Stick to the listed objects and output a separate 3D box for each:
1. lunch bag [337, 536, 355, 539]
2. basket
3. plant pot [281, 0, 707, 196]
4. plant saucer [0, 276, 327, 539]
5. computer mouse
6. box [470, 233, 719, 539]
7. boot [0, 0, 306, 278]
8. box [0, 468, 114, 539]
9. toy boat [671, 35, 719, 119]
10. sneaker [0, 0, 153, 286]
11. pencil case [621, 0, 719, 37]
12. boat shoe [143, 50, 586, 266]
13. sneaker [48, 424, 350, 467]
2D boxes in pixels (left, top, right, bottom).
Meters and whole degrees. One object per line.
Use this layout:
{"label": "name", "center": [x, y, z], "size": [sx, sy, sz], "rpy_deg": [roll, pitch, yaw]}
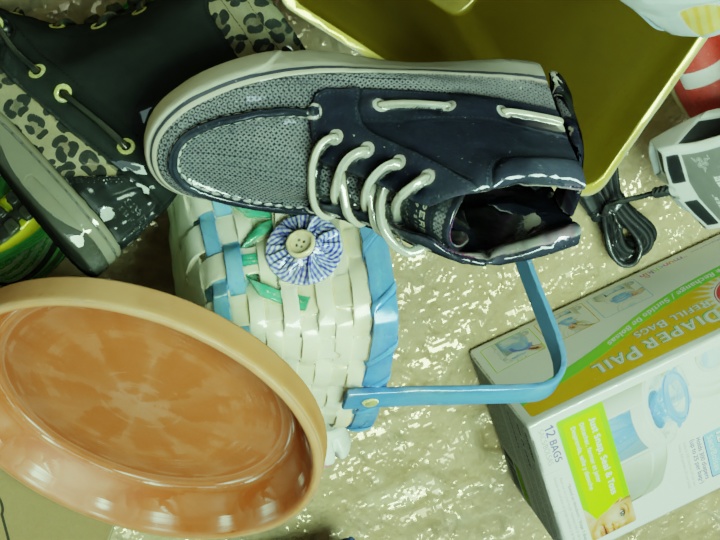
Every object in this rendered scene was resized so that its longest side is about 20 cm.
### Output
{"label": "lunch bag", "center": [-0.039, 0.256, 0.930], "size": [0.131, 0.200, 0.137], "rpy_deg": [-7, 119, 5]}
{"label": "basket", "center": [0.000, 0.000, 0.830], "size": [0.198, 0.177, 0.139], "rpy_deg": [-5, 147, -18]}
{"label": "plant pot", "center": [0.067, -0.191, 0.772], "size": [0.199, 0.176, 0.201], "rpy_deg": [29, 101, -26]}
{"label": "plant saucer", "center": [-0.113, 0.070, 0.780], "size": [0.199, 0.032, 0.201], "rpy_deg": [9, 140, 8]}
{"label": "computer mouse", "center": [0.208, -0.059, 0.890], "size": [0.110, 0.199, 0.044], "rpy_deg": [56, 51, -23]}
{"label": "box", "center": [0.188, 0.074, 0.971], "size": [0.199, 0.101, 0.113], "rpy_deg": [-24, 119, -7]}
{"label": "boot", "center": [-0.130, -0.113, 0.759], "size": [0.153, 0.204, 0.074], "rpy_deg": [-36, 161, -9]}
{"label": "box", "center": [-0.239, 0.173, 0.896], "size": [0.162, 0.021, 0.201], "rpy_deg": [19, 109, -9]}
{"label": "toy boat", "center": [0.238, -0.152, 0.870], "size": [0.130, 0.131, 0.201], "rpy_deg": [-30, 119, -3]}
{"label": "sneaker", "center": [-0.140, -0.071, 0.828], "size": [0.200, 0.078, 0.085], "rpy_deg": [-41, 155, -5]}
{"label": "pencil case", "center": [0.090, -0.172, 0.640], "size": [0.199, 0.083, 0.091], "rpy_deg": [22, 103, -26]}
{"label": "boat shoe", "center": [0.005, -0.046, 0.671], "size": [0.198, 0.093, 0.075], "rpy_deg": [-7, 127, -4]}
{"label": "sneaker", "center": [-0.095, 0.063, 0.893], "size": [0.198, 0.074, 0.088], "rpy_deg": [4, 106, -19]}
